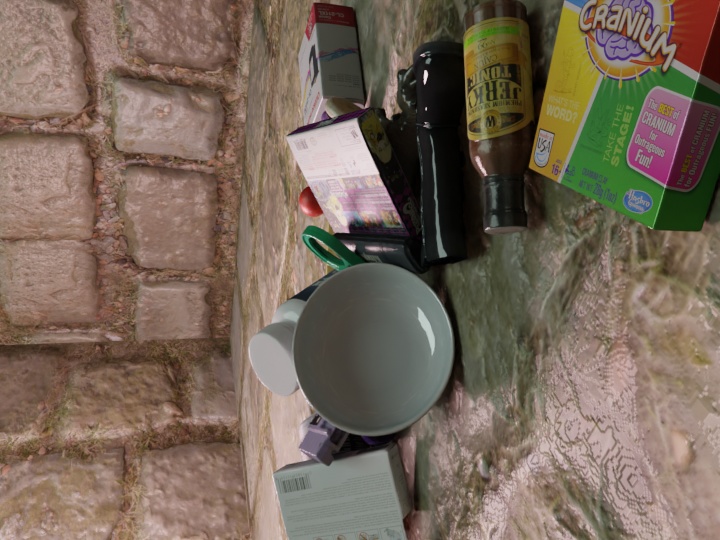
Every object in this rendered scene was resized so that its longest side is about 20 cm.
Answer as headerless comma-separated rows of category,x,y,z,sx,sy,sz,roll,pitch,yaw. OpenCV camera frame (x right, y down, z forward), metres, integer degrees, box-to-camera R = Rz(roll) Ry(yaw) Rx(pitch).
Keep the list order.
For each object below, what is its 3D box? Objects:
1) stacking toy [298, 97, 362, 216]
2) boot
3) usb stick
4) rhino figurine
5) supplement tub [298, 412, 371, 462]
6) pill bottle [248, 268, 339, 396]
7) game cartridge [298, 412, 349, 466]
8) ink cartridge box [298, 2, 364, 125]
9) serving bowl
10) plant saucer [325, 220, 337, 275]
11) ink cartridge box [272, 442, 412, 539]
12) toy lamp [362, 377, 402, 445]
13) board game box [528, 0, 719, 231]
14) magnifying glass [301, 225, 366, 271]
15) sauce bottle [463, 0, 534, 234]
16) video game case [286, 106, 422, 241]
stacking toy,-0.055,-0.185,1.042,0.204,0.083,0.086,-63,29,28
boot,0.086,-0.112,0.646,0.165,0.063,0.208,29,-117,-81
usb stick,0.022,-0.026,0.805,0.033,0.055,0.198,-55,28,-15
rhino figurine,0.054,-0.175,0.796,0.088,0.058,0.204,55,145,36
supplement tub,-0.032,0.337,0.977,0.124,0.118,0.205,116,150,-53
pill bottle,-0.056,0.083,0.850,0.117,0.199,0.123,19,124,31
game cartridge,-0.018,0.184,0.894,0.202,0.038,0.129,-56,12,-19
ink cartridge box,-0.057,-0.357,1.122,0.146,0.080,0.207,128,139,-62
serving bowl,0.018,0.099,0.741,0.066,0.193,0.207,67,-165,-68
plant saucer,-0.013,-0.021,1.038,0.199,0.047,0.208,-154,64,-71
ink cartridge box,-0.018,0.354,0.862,0.043,0.195,0.179,-3,-103,-65
toy lamp,0.043,0.198,0.843,0.201,0.056,0.060,117,148,-57
board game box,0.187,-0.149,0.404,0.153,0.039,0.207,-126,40,-62
magnifying glass,0.000,0.000,0.823,0.023,0.197,0.080,-54,-18,-17
sauce bottle,0.129,-0.138,0.557,0.065,0.063,0.208,160,108,-71
video game case,-0.007,-0.116,0.820,0.198,0.036,0.185,8,130,58
